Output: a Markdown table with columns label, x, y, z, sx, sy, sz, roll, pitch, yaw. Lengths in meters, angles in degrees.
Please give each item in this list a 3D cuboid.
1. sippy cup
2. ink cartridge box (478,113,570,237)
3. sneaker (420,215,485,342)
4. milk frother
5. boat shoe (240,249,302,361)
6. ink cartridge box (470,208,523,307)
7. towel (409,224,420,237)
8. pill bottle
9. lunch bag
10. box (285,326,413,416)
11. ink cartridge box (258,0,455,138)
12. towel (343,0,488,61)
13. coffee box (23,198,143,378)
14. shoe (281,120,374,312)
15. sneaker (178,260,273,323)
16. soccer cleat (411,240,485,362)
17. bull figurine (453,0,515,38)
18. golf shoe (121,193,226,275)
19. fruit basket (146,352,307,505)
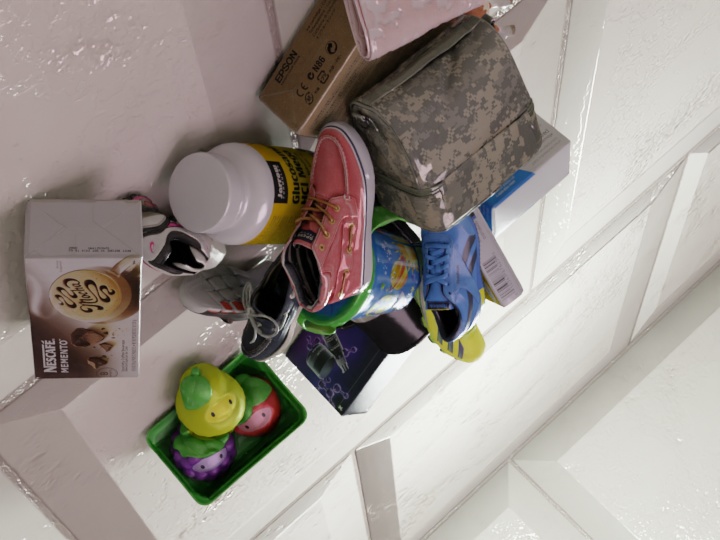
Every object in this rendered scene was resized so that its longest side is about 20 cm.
| label | x | y | z | sx | sy | sz | roll | pitch | yaw |
| --- | --- | --- | --- | --- | --- | --- | --- | --- | --- |
| sippy cup | 0.000 | 0.000 | 1.481 | 0.177 | 0.141 | 0.130 | -12 | 169 | 43 |
| ink cartridge box | 0.155 | -0.163 | 1.597 | 0.146 | 0.200 | 0.084 | -40 | 154 | -14 |
| sneaker | 0.105 | -0.001 | 1.486 | 0.079 | 0.066 | 0.201 | -50 | 137 | -42 |
| milk frother | -0.021 | 0.011 | 1.679 | 0.199 | 0.181 | 0.188 | -27 | 129 | 29 |
| boat shoe | -0.102 | 0.041 | 1.443 | 0.062 | 0.075 | 0.200 | -4 | 148 | -39 |
| ink cartridge box | 0.111 | -0.058 | 1.592 | 0.047 | 0.200 | 0.198 | -38 | 111 | -13 |
| towel | 0.101 | -0.094 | 1.827 | 0.200 | 0.034 | 0.132 | -55 | 155 | 20 |
| pill bottle | -0.118 | -0.085 | 1.362 | 0.113 | 0.112 | 0.200 | -56 | 156 | 21 |
| lunch bag | 0.093 | -0.172 | 1.367 | 0.200 | 0.139 | 0.168 | -38 | 132 | -17 |
| box | 0.001 | 0.097 | 1.826 | 0.200 | 0.141 | 0.079 | -55 | 156 | 18 |
| ink cartridge box | 0.001 | -0.244 | 1.360 | 0.200 | 0.075 | 0.164 | -55 | 157 | 17 |
| towel | 0.054 | -0.336 | 1.234 | 0.200 | 0.032 | 0.192 | -32 | 119 | -31 |
| coffee box | -0.280 | 0.022 | 1.242 | 0.112 | 0.080 | 0.201 | 0 | 140 | -12 |
| shoe | -0.037 | -0.057 | 1.328 | 0.091 | 0.071 | 0.201 | -27 | 120 | -48 |
| sneaker | -0.163 | 0.043 | 1.548 | 0.082 | 0.077 | 0.199 | -47 | 156 | 28 |
| soccer cleat | 0.118 | 0.045 | 1.599 | 0.083 | 0.201 | 0.065 | -12 | -148 | 41 |
| bull figurine | 0.120 | -0.290 | 1.483 | 0.121 | 0.065 | 0.200 | 2 | 143 | -22 |
| golf shoe | -0.201 | -0.020 | 1.354 | 0.073 | 0.092 | 0.200 | -52 | 158 | 9 |
| fruit basket | -0.191 | 0.207 | 1.692 | 0.215 | 0.156 | 0.216 | -41 | 174 | -5 |
